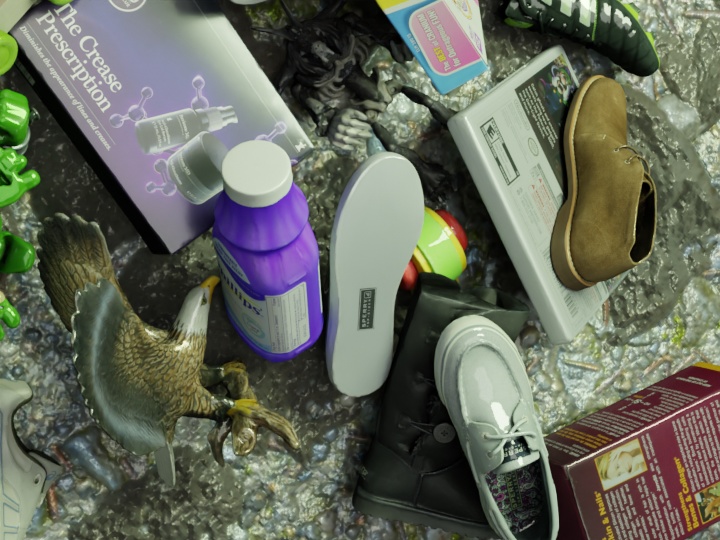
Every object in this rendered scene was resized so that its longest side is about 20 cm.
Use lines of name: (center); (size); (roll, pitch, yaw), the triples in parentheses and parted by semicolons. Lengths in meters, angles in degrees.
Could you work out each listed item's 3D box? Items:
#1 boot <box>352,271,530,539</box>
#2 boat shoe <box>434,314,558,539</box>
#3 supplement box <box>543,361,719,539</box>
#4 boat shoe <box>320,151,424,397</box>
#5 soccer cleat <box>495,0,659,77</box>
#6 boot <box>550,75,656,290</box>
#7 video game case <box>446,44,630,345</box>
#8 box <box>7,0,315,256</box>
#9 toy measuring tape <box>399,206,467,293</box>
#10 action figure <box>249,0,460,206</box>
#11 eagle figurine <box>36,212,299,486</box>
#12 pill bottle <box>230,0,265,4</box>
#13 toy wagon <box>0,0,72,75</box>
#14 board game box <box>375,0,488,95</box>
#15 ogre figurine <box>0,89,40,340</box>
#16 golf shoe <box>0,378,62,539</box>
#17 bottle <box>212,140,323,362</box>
boot: (0.093, 0.111, 0.986); (0.165, 0.066, 0.200); (10, 104, -21)
boat shoe: (0.112, 0.130, 0.922); (0.070, 0.072, 0.201); (-21, 113, -8)
supplement box: (0.255, 0.171, 1.061); (0.200, 0.086, 0.111); (-22, 100, -17)
boat shoe: (0.000, 0.000, 0.949); (0.068, 0.057, 0.200); (2, 112, -20)
soccer cleat: (0.166, -0.223, 1.025); (0.200, 0.068, 0.081); (41, 86, -9)
boot: (0.208, -0.079, 0.986); (0.074, 0.075, 0.200); (33, 54, -34)
video game case: (0.161, -0.067, 1.003); (0.182, 0.023, 0.200); (-39, 107, -47)
box: (-0.151, -0.132, 0.912); (0.141, 0.079, 0.200); (-39, 104, -16)
toy measuring tape: (0.071, 0.015, 0.999); (0.074, 0.074, 0.200); (-35, 103, -14)
action figure: (0.010, -0.144, 0.954); (0.200, 0.102, 0.119); (34, 89, -20)
eagle figurine: (-0.156, 0.060, 0.883); (0.200, 0.152, 0.151); (28, 59, -34)
pill bottle: (-0.104, -0.295, 0.867); (0.111, 0.111, 0.200); (-25, 79, -16)
toy wagon: (-0.291, -0.193, 0.836); (0.155, 0.040, 0.200); (36, 80, 20)
board game box: (0.021, -0.244, 0.876); (0.040, 0.153, 0.200); (-28, 121, 20)
ogre figurine: (-0.275, -0.022, 0.851); (0.098, 0.120, 0.200); (-5, 96, -23)
golf shoe: (-0.261, 0.176, 0.893); (0.097, 0.078, 0.200); (-14, 98, -24)
bottle: (-0.068, -0.013, 0.884); (0.065, 0.200, 0.084); (-32, 62, -19)
